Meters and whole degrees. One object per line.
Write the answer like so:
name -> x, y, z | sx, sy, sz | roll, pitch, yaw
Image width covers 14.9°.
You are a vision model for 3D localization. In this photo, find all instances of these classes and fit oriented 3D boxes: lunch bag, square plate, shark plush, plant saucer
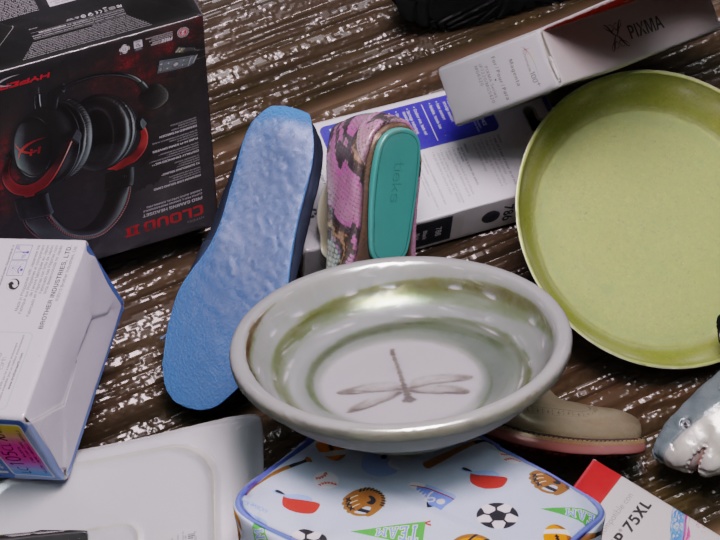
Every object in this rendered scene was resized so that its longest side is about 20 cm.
lunch bag -> 0.028, 0.158, 1.563 | 0.199, 0.076, 0.160 | 19, 37, 29
square plate -> -0.152, 0.180, 1.617 | 0.197, 0.028, 0.201 | -11, 54, 11
shark plush -> 0.254, 0.043, 1.729 | 0.083, 0.091, 0.201 | 12, 69, 29
plant saucer -> 0.024, 0.059, 1.603 | 0.199, 0.050, 0.200 | -3, 29, 1
plant saucer -> 0.191, -0.030, 1.785 | 0.199, 0.031, 0.201 | 4, 73, -14

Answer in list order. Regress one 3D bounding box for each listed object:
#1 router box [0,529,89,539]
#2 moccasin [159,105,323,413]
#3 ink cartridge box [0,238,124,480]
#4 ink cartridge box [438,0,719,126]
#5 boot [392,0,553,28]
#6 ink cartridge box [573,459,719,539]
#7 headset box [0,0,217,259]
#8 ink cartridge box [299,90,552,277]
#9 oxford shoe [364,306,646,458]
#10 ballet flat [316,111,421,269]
router box -> -0.240, 0.222, 1.489 | 0.199, 0.062, 0.151 | -2, 86, -32
moccasin -> -0.063, -0.002, 1.744 | 0.080, 0.068, 0.201 | 23, 85, 10
ink cartridge box -> -0.261, 0.051, 1.684 | 0.199, 0.076, 0.137 | 2, 54, 19
ink cartridge box -> 0.175, -0.155, 1.781 | 0.200, 0.173, 0.044 | -22, 93, -49
boot -> 0.087, -0.262, 1.944 | 0.197, 0.073, 0.163 | -13, 59, -21
ink cartridge box -> 0.154, 0.197, 1.636 | 0.200, 0.067, 0.116 | 31, 59, 17
headset box -> -0.172, -0.087, 1.733 | 0.148, 0.201, 0.075 | -16, 47, -15
ink cartridge box -> 0.039, -0.065, 1.827 | 0.199, 0.039, 0.100 | -15, 58, -12
oxford shoe -> 0.085, 0.070, 1.692 | 0.199, 0.070, 0.075 | 13, 83, -13
ballet flat -> 0.000, 0.000, 1.742 | 0.069, 0.071, 0.201 | 0, 94, -40
